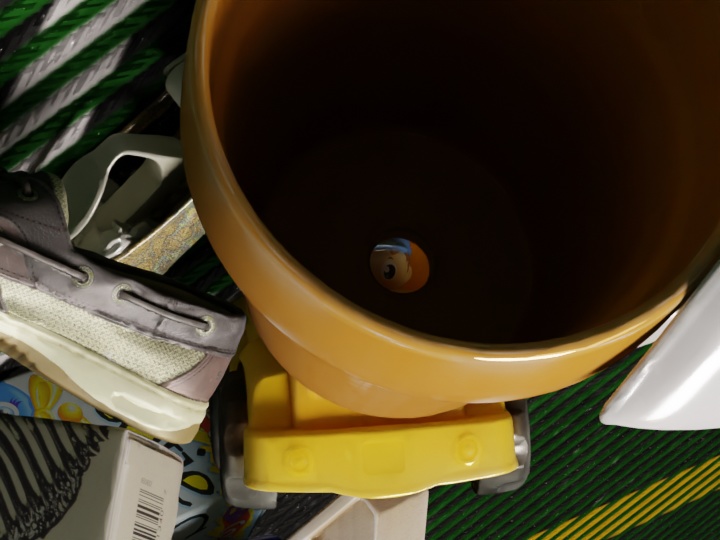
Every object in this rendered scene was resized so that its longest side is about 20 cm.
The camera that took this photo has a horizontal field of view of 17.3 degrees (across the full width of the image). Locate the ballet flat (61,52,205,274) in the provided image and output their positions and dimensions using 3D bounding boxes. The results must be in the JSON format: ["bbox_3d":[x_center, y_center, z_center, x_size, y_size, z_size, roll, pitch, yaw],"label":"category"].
[{"bbox_3d":[-0.073,-0.053,0.986,0.200,0.071,0.071,-43,158,13],"label":"ballet flat"}]

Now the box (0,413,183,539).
[{"bbox_3d":[-0.176,0.095,0.933,0.198,0.083,0.068,4,167,17],"label":"box"}]

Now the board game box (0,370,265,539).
[{"bbox_3d":[-0.152,0.116,1.137,0.199,0.105,0.103,-21,154,-38],"label":"board game box"}]

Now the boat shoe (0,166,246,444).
[{"bbox_3d":[-0.131,-0.007,0.885,0.200,0.072,0.066,33,89,-23],"label":"boat shoe"}]

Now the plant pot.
[{"bbox_3d":[0.027,-0.033,0.876,0.199,0.201,0.183,-30,167,-19],"label":"plant pot"}]

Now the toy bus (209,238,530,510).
[{"bbox_3d":[0.000,0.000,1.039,0.134,0.194,0.200,-2,-173,-4],"label":"toy bus"}]

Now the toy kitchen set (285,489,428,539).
[{"bbox_3d":[0.011,0.209,1.107,0.163,0.181,0.200,-43,168,23],"label":"toy kitchen set"}]

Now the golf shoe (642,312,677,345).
[{"bbox_3d":[0.100,-0.044,1.137,0.097,0.079,0.201,-13,125,22],"label":"golf shoe"}]

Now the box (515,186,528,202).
[{"bbox_3d":[0.131,-0.132,0.967,0.121,0.193,0.200,-15,149,-44],"label":"box"}]

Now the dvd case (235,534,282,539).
[{"bbox_3d":[-0.134,0.186,1.129,0.150,0.025,0.200,-43,160,22],"label":"dvd case"}]

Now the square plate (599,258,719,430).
[{"bbox_3d":[0.198,-0.012,0.829,0.197,0.028,0.200,4,130,-52],"label":"square plate"}]
